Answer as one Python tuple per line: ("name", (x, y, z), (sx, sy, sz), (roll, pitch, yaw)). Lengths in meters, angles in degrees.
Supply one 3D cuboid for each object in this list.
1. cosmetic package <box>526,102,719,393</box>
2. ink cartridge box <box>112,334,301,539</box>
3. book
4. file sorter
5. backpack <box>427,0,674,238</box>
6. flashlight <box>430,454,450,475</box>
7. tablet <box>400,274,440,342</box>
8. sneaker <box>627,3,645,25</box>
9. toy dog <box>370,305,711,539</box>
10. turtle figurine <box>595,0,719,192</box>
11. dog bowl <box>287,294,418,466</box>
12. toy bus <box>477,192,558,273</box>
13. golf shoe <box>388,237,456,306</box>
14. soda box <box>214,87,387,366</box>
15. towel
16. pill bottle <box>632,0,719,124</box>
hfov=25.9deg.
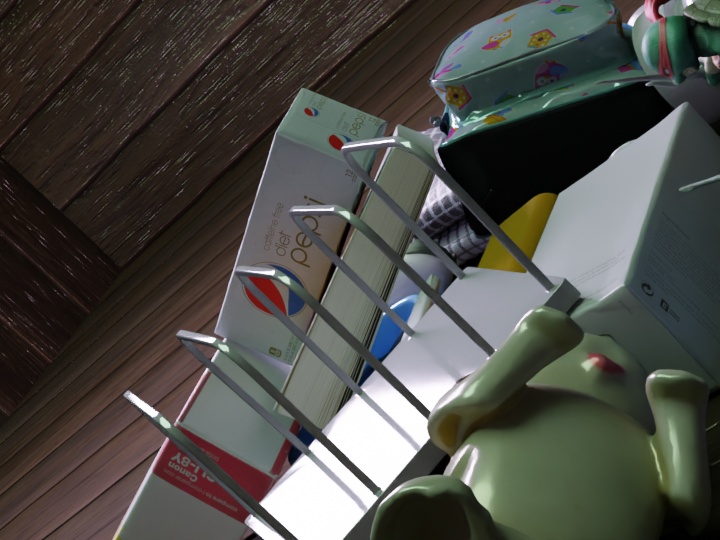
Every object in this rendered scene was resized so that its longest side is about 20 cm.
("cosmetic package", (0.155, 0.004, 0.890), (0.113, 0.081, 0.200), (-37, 13, 39))
("ink cartridge box", (-0.122, 0.170, 1.163), (0.200, 0.083, 0.145), (-61, 3, 26))
("book", (0.000, 0.000, 1.109), (0.134, 0.048, 0.200), (-83, 15, -77))
("file sorter", (-0.014, 0.042, 0.835), (0.200, 0.125, 0.139), (-49, 14, -10))
("backpack", (0.141, -0.122, 1.162), (0.176, 0.153, 0.200), (-21, 10, 12))
("flashlight", (0.041, 0.132, 0.906), (0.200, 0.068, 0.068), (-62, -11, -68))
("tablet", (0.012, 0.102, 0.982), (0.200, 0.014, 0.130), (-67, -5, -56))
("sneaker", (0.279, -0.206, 1.220), (0.200, 0.078, 0.112), (-51, 10, 35))
("toy dog", (0.088, 0.109, 0.694), (0.200, 0.139, 0.194), (-66, -14, -56))
("turtle figurine", (0.227, -0.114, 0.839), (0.200, 0.101, 0.150), (-8, 37, 9))
("dog bowl", (0.012, 0.094, 1.170), (0.111, 0.050, 0.200), (-35, 17, 44))
("toy bus", (0.103, 0.038, 0.959), (0.065, 0.078, 0.200), (-38, 13, 35))
("golf shoe", (0.009, 0.057, 1.304), (0.200, 0.077, 0.088), (-43, 31, 25))
("soda box", (-0.045, -0.028, 1.127), (0.064, 0.068, 0.200), (-65, -3, -50))
("towel", (0.090, -0.081, 1.406), (0.166, 0.086, 0.200), (-35, 16, 42))
("pill bottle", (0.280, -0.186, 1.015), (0.200, 0.110, 0.110), (-37, 14, 37))
